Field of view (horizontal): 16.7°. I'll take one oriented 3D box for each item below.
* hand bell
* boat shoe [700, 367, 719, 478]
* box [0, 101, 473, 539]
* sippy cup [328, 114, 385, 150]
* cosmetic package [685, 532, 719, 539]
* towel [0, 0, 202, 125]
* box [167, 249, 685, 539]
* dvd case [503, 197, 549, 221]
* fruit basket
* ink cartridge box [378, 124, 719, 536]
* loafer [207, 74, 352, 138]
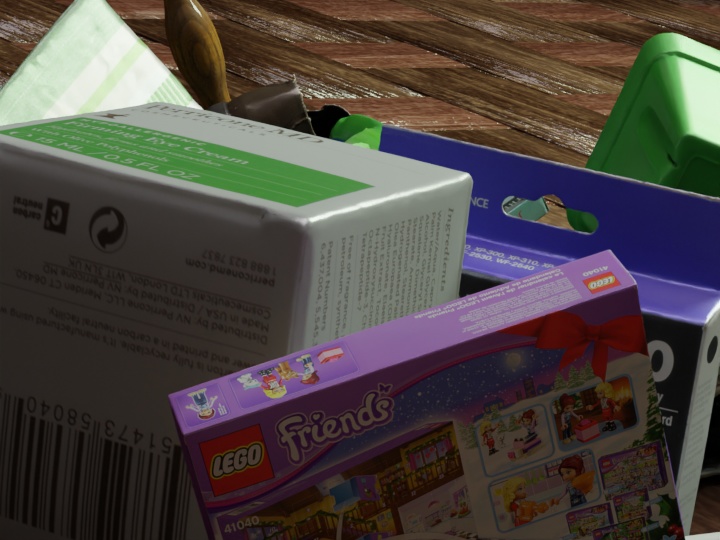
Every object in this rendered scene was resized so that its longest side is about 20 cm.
[{"bbox_3d":[-0.090,-0.095,1.615,0.104,0.201,0.104,-17,22,7],"label":"hand bell"},{"bbox_3d":[0.211,0.085,1.407,0.199,0.075,0.068,-16,27,-33],"label":"boat shoe"},{"bbox_3d":[-0.076,0.038,1.173,0.198,0.201,0.171,14,14,27],"label":"box"},{"bbox_3d":[0.000,0.000,1.449,0.178,0.130,0.139,48,-12,-25],"label":"sippy cup"},{"bbox_3d":[0.154,0.160,1.124,0.199,0.051,0.082,-2,20,-32],"label":"cosmetic package"},{"bbox_3d":[-0.135,-0.055,1.481,0.023,0.200,0.153,-28,21,44],"label":"towel"},{"bbox_3d":[0.032,0.087,1.038,0.199,0.137,0.039,-18,27,-7],"label":"box"},{"bbox_3d":[0.018,-0.030,1.662,0.146,0.022,0.200,-34,28,-17],"label":"dvd case"},{"bbox_3d":[0.228,-0.044,1.427,0.215,0.156,0.216,19,25,-10],"label":"fruit basket"},{"bbox_3d":[0.078,0.045,1.226,0.197,0.201,0.043,13,14,20],"label":"ink cartridge box"},{"bbox_3d":[-0.022,-0.061,1.538,0.071,0.073,0.200,-30,-25,13],"label":"loafer"}]
